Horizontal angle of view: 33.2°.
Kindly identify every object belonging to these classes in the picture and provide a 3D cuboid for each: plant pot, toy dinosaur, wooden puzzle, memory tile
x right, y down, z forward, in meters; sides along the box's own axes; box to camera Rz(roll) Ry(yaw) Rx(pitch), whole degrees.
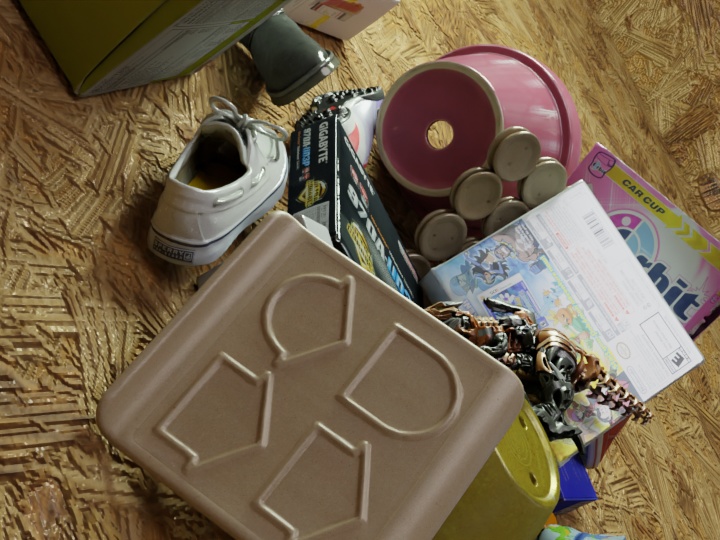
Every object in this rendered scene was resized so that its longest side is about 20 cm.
[{"bbox_3d":[0.106,-0.132,1.201,0.201,0.199,0.179,64,20,10],"label":"plant pot"},{"bbox_3d":[0.141,0.086,0.980,0.102,0.199,0.136,83,17,-51],"label":"toy dinosaur"},{"bbox_3d":[0.056,0.148,0.863,0.200,0.142,0.201,45,27,-31],"label":"plant pot"},{"bbox_3d":[-0.027,0.086,0.729,0.200,0.046,0.185,37,63,7],"label":"wooden puzzle"},{"bbox_3d":[0.118,-0.028,1.135,0.153,0.200,0.017,36,10,-40],"label":"memory tile"}]

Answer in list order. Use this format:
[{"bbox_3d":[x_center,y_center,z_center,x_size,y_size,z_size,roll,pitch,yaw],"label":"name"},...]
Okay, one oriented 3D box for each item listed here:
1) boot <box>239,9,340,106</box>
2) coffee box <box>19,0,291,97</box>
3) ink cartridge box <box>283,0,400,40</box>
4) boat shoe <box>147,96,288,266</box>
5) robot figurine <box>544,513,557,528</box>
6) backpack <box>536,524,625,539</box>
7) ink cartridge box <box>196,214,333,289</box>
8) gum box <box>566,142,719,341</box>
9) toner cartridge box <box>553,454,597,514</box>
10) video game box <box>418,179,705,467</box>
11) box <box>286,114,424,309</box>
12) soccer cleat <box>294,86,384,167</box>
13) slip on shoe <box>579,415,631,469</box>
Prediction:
[{"bbox_3d":[-0.110,-0.244,1.036,0.200,0.072,0.182,57,-7,-24],"label":"boot"},{"bbox_3d":[-0.141,-0.271,0.879,0.200,0.199,0.198,58,24,-3],"label":"coffee box"},{"bbox_3d":[-0.058,-0.338,1.266,0.200,0.083,0.146,0,62,-63],"label":"ink cartridge box"},{"bbox_3d":[-0.097,-0.085,0.878,0.074,0.086,0.202,20,30,8],"label":"boat shoe"},{"bbox_3d":[0.119,0.190,1.044,0.145,0.058,0.201,35,35,-45],"label":"robot figurine"},{"bbox_3d":[0.165,0.271,0.863,0.163,0.153,0.201,-55,130,-43],"label":"backpack"},{"bbox_3d":[-0.042,0.072,0.808,0.039,0.099,0.201,27,41,-55],"label":"ink cartridge box"},{"bbox_3d":[0.272,-0.015,1.175,0.200,0.114,0.066,46,12,28],"label":"gum box"},{"bbox_3d":[0.166,0.143,1.209,0.095,0.043,0.201,19,46,-58],"label":"toner cartridge box"},{"bbox_3d":[0.179,0.047,1.072,0.182,0.047,0.201,-29,81,-25],"label":"video game box"},{"bbox_3d":[0.000,0.000,0.983,0.159,0.046,0.200,-91,158,-50],"label":"box"},{"bbox_3d":[-0.016,-0.128,1.153,0.200,0.068,0.074,-62,143,-67],"label":"soccer cleat"},{"bbox_3d":[0.244,0.133,1.197,0.201,0.061,0.074,92,-16,-49],"label":"slip on shoe"}]
